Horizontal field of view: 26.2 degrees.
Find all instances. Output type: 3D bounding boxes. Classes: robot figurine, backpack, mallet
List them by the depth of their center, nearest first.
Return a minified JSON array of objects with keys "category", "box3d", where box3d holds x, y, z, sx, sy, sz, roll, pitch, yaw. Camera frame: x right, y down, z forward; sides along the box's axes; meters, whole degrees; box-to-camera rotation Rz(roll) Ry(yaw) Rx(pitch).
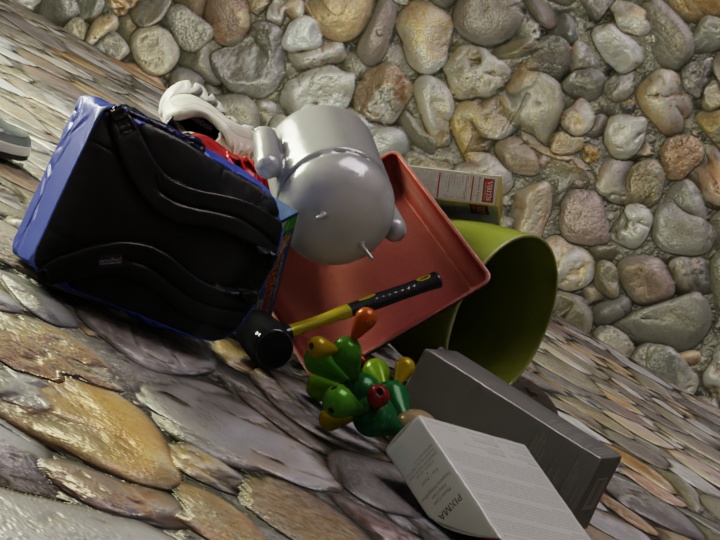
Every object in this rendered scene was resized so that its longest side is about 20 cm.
[{"category":"backpack","box3d":[-0.173,-0.045,1.312,0.199,0.164,0.168,25,5,-24]},{"category":"mallet","box3d":[-0.021,0.036,1.421,0.198,0.042,0.066,-21,23,-24]},{"category":"robot figurine","box3d":[-0.030,-0.081,1.474,0.168,0.113,0.201,23,25,-23]}]

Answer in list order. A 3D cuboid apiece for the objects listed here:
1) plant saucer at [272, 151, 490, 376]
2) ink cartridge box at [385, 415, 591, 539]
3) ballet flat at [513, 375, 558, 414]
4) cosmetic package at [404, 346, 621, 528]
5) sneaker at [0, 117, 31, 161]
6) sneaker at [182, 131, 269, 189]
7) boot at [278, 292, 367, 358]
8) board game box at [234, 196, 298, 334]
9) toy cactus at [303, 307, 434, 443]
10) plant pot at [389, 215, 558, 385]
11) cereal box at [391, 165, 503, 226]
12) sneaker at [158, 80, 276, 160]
[{"category":"plant saucer","box3d":[0.000,0.000,1.521,0.201,0.198,0.037,55,-9,37]},{"category":"ink cartridge box","box3d":[0.125,0.212,1.231,0.159,0.047,0.201,22,28,-48]},{"category":"ballet flat","box3d":[0.134,0.139,1.719,0.198,0.068,0.046,23,-24,-22]},{"category":"cosmetic package","box3d":[0.135,0.156,1.448,0.199,0.091,0.107,29,6,22]},{"category":"sneaker","box3d":[-0.420,-0.207,1.636,0.199,0.122,0.084,27,7,-22]},{"category":"sneaker","box3d":[-0.108,-0.100,1.564,0.114,0.079,0.200,-5,-7,15]},{"category":"boot","box3d":[-0.054,0.023,1.616,0.199,0.067,0.175,31,35,25]},{"category":"board game box","box3d":[-0.158,-0.041,1.448,0.199,0.137,0.034,31,34,22]},{"category":"toy cactus","box3d":[0.024,0.112,1.339,0.165,0.103,0.200,40,-1,5]},{"category":"plant pot","box3d":[0.074,0.017,1.635,0.199,0.189,0.186,26,4,36]},{"category":"cereal box","box3d":[0.055,-0.084,1.669,0.197,0.040,0.144,7,-7,6]},{"category":"sneaker","box3d":[-0.130,-0.129,1.675,0.198,0.076,0.081,27,15,-12]}]
